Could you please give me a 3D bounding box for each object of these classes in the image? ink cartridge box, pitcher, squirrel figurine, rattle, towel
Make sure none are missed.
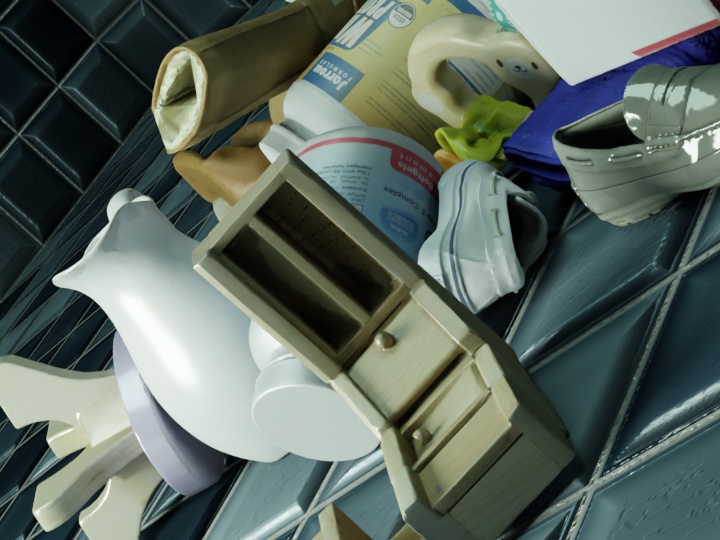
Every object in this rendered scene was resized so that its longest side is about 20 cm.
[{"bbox_3d":[0.193,-0.225,1.359,0.145,0.083,0.200,-20,30,54],"label":"ink cartridge box"},{"bbox_3d":[-0.108,0.029,1.536,0.121,0.200,0.172,-44,11,17],"label":"pitcher"},{"bbox_3d":[-0.034,-0.097,1.932,0.187,0.142,0.200,-40,18,-21],"label":"squirrel figurine"},{"bbox_3d":[0.076,-0.111,1.471,0.143,0.130,0.200,-42,-2,-23],"label":"rattle"},{"bbox_3d":[0.189,-0.128,1.376,0.200,0.050,0.148,-48,18,-8],"label":"towel"}]

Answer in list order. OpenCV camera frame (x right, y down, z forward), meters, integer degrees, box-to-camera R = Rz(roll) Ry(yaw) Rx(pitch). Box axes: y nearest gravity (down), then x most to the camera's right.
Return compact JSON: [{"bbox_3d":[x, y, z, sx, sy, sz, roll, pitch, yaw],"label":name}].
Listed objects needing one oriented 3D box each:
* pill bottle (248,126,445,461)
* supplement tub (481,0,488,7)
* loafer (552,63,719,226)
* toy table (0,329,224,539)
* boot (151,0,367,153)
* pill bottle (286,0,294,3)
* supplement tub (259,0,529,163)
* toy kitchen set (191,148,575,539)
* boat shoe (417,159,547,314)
[{"bbox_3d":[-0.009,0.015,1.387,0.109,0.109,0.200,-36,33,45],"label":"pill bottle"},{"bbox_3d":[0.182,-0.245,1.543,0.200,0.140,0.140,-47,11,-2],"label":"supplement tub"},{"bbox_3d":[0.174,-0.081,1.198,0.200,0.070,0.070,-31,20,55],"label":"loafer"},{"bbox_3d":[-0.180,0.120,1.617,0.117,0.184,0.200,-29,5,6],"label":"toy table"},{"bbox_3d":[-0.088,-0.139,1.722,0.200,0.066,0.175,-35,-30,-43],"label":"boot"},{"bbox_3d":[0.023,-0.202,1.828,0.112,0.200,0.112,-45,12,12],"label":"pill bottle"},{"bbox_3d":[0.033,-0.131,1.693,0.200,0.145,0.145,-49,11,-6],"label":"supplement tub"},{"bbox_3d":[-0.020,0.071,1.126,0.163,0.180,0.200,-47,12,6],"label":"toy kitchen set"},{"bbox_3d":[0.086,-0.020,1.367,0.067,0.074,0.200,-14,21,15],"label":"boat shoe"}]
